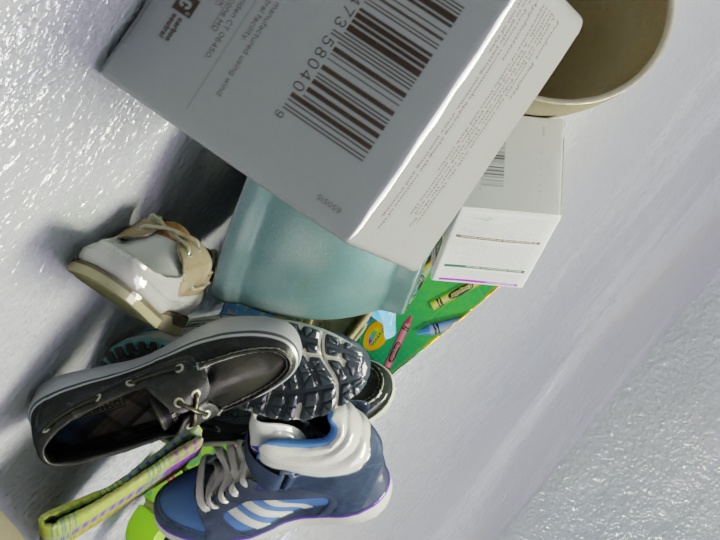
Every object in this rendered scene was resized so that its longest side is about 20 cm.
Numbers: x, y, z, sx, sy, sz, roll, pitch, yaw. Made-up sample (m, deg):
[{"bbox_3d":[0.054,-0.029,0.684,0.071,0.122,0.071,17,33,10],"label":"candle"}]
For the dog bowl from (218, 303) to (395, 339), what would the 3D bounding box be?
[{"bbox_3d":[-0.037,0.023,1.726,0.200,0.111,0.050,-16,122,-65],"label":"dog bowl"}]

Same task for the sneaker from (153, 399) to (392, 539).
[{"bbox_3d":[-0.082,0.142,1.608,0.147,0.200,0.081,65,22,-51],"label":"sneaker"}]

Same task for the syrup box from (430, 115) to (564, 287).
[{"bbox_3d":[0.103,-0.052,1.644,0.200,0.081,0.079,109,-14,-73],"label":"syrup box"}]

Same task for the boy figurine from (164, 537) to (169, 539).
[{"bbox_3d":[-0.120,0.214,1.932,0.124,0.064,0.200,-31,174,20],"label":"boy figurine"}]

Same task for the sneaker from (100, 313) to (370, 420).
[{"bbox_3d":[-0.086,0.058,1.548,0.086,0.200,0.078,-56,143,-64],"label":"sneaker"}]

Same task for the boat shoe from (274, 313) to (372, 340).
[{"bbox_3d":[-0.002,-0.001,1.617,0.201,0.073,0.063,-55,-159,-12],"label":"boat shoe"}]

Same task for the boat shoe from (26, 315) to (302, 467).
[{"bbox_3d":[-0.134,0.090,1.469,0.200,0.057,0.069,-17,127,4],"label":"boat shoe"}]

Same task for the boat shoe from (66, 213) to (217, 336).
[{"bbox_3d":[-0.143,-0.004,1.429,0.068,0.075,0.200,-55,175,-2],"label":"boat shoe"}]

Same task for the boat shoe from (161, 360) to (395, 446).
[{"bbox_3d":[-0.074,0.096,1.670,0.066,0.199,0.075,74,15,-65],"label":"boat shoe"}]

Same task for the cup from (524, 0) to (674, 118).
[{"bbox_3d":[0.119,-0.196,1.619,0.200,0.200,0.143,-47,-178,-24],"label":"cup"}]

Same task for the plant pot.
[{"bbox_3d":[-0.007,-0.046,1.510,0.200,0.134,0.201,23,90,-88],"label":"plant pot"}]

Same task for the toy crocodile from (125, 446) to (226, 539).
[{"bbox_3d":[-0.133,0.163,1.811,0.200,0.062,0.068,-50,164,-18],"label":"toy crocodile"}]

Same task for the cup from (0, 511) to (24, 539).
[{"bbox_3d":[-0.273,0.276,1.458,0.200,0.143,0.200,-48,164,-19],"label":"cup"}]

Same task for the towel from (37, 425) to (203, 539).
[{"bbox_3d":[-0.184,0.166,1.599,0.144,0.023,0.200,-32,175,-12],"label":"towel"}]

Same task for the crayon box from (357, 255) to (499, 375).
[{"bbox_3d":[0.059,0.028,1.892,0.200,0.058,0.119,-39,-179,-16],"label":"crayon box"}]

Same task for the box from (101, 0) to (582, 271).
[{"bbox_3d":[-0.006,-0.138,1.301,0.199,0.200,0.171,-56,162,4],"label":"box"}]
